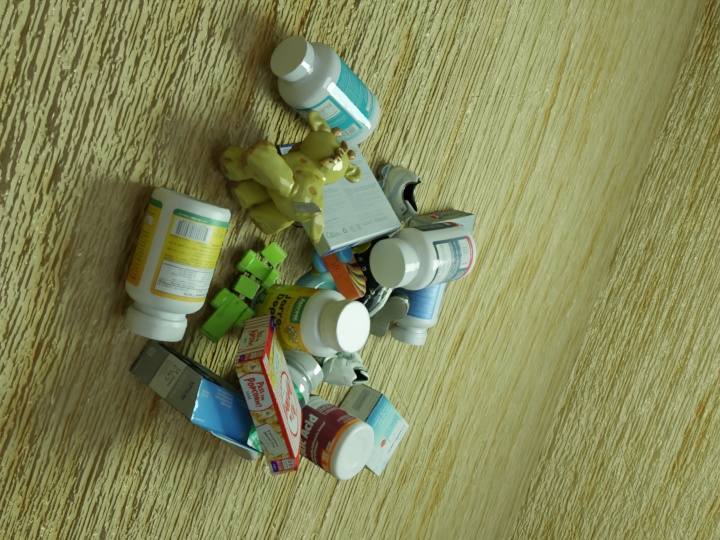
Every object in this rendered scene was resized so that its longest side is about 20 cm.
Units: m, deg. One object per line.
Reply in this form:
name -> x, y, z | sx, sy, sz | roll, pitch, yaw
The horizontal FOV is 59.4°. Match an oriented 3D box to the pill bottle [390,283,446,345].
pill bottle -> 0.132, 0.066, 1.460 | 0.112, 0.112, 0.200 | 1, 106, -53

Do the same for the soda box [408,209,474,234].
soda box -> 0.192, -0.098, 1.497 | 0.200, 0.063, 0.068 | -16, 118, -49

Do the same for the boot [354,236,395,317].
boot -> 0.000, -0.001, 1.262 | 0.204, 0.073, 0.154 | -47, 111, -12

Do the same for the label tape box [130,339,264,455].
label tape box -> -0.233, 0.193, 0.962 | 0.066, 0.200, 0.143 | -59, 144, -11

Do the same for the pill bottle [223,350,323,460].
pill bottle -> -0.166, 0.234, 1.148 | 0.200, 0.113, 0.113 | -45, 138, -30

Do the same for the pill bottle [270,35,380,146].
pill bottle -> -0.059, -0.292, 1.026 | 0.200, 0.111, 0.111 | 33, 81, -55

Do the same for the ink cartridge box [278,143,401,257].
ink cartridge box -> -0.042, -0.137, 1.126 | 0.200, 0.041, 0.200 | -19, 79, -46

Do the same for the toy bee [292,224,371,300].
toy bee -> -0.041, -0.047, 1.180 | 0.109, 0.131, 0.200 | -57, 140, -60

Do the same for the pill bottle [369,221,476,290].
pill bottle -> 0.117, -0.026, 1.206 | 0.200, 0.120, 0.120 | -11, 116, -44

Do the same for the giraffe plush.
giraffe plush -> -0.091, -0.157, 0.979 | 0.162, 0.200, 0.173 | -52, 143, -30

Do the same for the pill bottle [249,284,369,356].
pill bottle -> -0.087, 0.085, 1.075 | 0.113, 0.200, 0.113 | -7, 100, -49

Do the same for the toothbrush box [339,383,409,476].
toothbrush box -> 0.018, 0.375, 1.489 | 0.146, 0.085, 0.200 | -55, 144, -19

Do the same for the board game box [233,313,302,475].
board game box -> -0.140, 0.191, 0.990 | 0.152, 0.046, 0.200 | -98, 175, -68

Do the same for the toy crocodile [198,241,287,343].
toy crocodile -> -0.196, 0.033, 1.058 | 0.067, 0.062, 0.200 | 37, 76, -13

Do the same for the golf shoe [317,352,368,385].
golf shoe -> -0.024, 0.213, 1.310 | 0.078, 0.097, 0.200 | -69, 162, 5

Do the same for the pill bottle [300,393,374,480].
pill bottle -> -0.083, 0.308, 1.220 | 0.114, 0.200, 0.114 | -27, 127, -43

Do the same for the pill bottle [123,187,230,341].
pill bottle -> -0.265, -0.007, 0.895 | 0.113, 0.113, 0.200 | 12, 97, -54

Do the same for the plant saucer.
plant saucer -> -0.083, 0.090, 1.261 | 0.200, 0.027, 0.200 | -27, 127, -42

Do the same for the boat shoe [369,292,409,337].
boat shoe -> 0.059, 0.081, 1.359 | 0.200, 0.067, 0.057 | 122, -9, -60

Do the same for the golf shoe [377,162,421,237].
golf shoe -> 0.067, -0.115, 1.296 | 0.078, 0.097, 0.200 | -11, 118, -52
